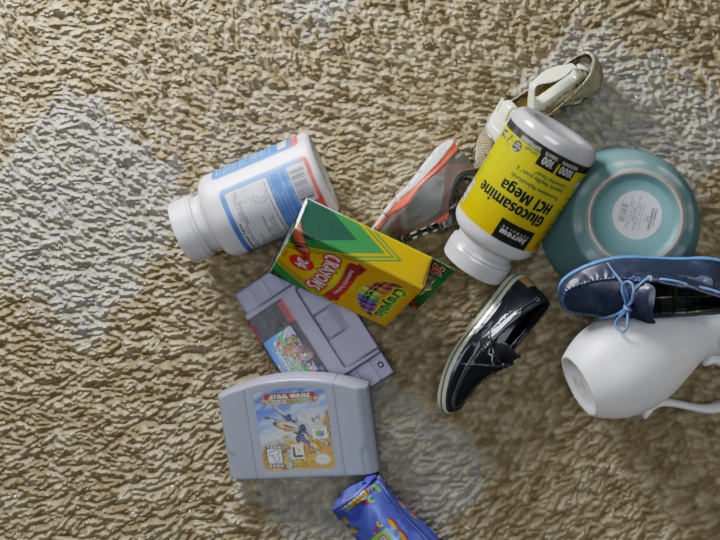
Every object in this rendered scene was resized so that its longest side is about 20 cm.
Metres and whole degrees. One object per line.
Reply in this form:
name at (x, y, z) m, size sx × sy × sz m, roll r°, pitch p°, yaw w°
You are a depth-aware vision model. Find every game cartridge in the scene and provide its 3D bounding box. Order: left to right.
game cartridge at (-0.080, 0.196, 1.154) m, size 0.199 × 0.042 × 0.134 m, roll -5°, pitch 105°, yaw 12°
game cartridge at (-0.062, 0.082, 1.182) m, size 0.129 × 0.038 × 0.200 m, roll -33°, pitch 85°, yaw -1°

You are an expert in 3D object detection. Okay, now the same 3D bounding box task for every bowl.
bowl at (0.326, -0.060, 1.114) m, size 0.200 × 0.105 × 0.202 m, roll 0°, pitch 89°, yaw 6°

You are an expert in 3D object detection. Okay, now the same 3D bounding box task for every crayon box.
crayon box at (0.000, 0.000, 1.109) m, size 0.199 × 0.127 × 0.051 m, roll 24°, pitch 59°, yaw -8°

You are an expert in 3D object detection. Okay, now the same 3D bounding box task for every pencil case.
pencil case at (0.056, 0.342, 1.136) m, size 0.200 × 0.078 × 0.087 m, roll 46°, pitch 117°, yaw 5°

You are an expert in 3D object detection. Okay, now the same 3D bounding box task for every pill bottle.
pill bottle at (-0.137, -0.087, 1.156) m, size 0.199 × 0.112 × 0.113 m, roll -22°, pitch 86°, yaw 5°
pill bottle at (0.187, -0.087, 1.105) m, size 0.112 × 0.112 × 0.200 m, roll 32°, pitch 112°, yaw 6°

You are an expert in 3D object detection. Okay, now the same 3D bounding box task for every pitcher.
pitcher at (0.361, 0.121, 1.105) m, size 0.199 × 0.121 × 0.172 m, roll -24°, pitch 99°, yaw -7°

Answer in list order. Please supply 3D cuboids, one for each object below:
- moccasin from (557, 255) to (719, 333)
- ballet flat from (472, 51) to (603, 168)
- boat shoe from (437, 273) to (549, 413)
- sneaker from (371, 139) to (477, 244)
moccasin at (0.328, 0.023, 1.039) m, size 0.199 × 0.068 × 0.081 m, roll -9°, pitch 130°, yaw 14°
ballet flat at (0.217, -0.209, 1.143) m, size 0.200 × 0.075 × 0.068 m, roll -37°, pitch 62°, yaw 4°
boat shoe at (0.165, 0.098, 1.135) m, size 0.062 × 0.075 × 0.200 m, roll 34°, pitch 87°, yaw 31°
sneaker at (0.077, -0.070, 1.155) m, size 0.082 × 0.077 × 0.200 m, roll 40°, pitch 93°, yaw -1°
